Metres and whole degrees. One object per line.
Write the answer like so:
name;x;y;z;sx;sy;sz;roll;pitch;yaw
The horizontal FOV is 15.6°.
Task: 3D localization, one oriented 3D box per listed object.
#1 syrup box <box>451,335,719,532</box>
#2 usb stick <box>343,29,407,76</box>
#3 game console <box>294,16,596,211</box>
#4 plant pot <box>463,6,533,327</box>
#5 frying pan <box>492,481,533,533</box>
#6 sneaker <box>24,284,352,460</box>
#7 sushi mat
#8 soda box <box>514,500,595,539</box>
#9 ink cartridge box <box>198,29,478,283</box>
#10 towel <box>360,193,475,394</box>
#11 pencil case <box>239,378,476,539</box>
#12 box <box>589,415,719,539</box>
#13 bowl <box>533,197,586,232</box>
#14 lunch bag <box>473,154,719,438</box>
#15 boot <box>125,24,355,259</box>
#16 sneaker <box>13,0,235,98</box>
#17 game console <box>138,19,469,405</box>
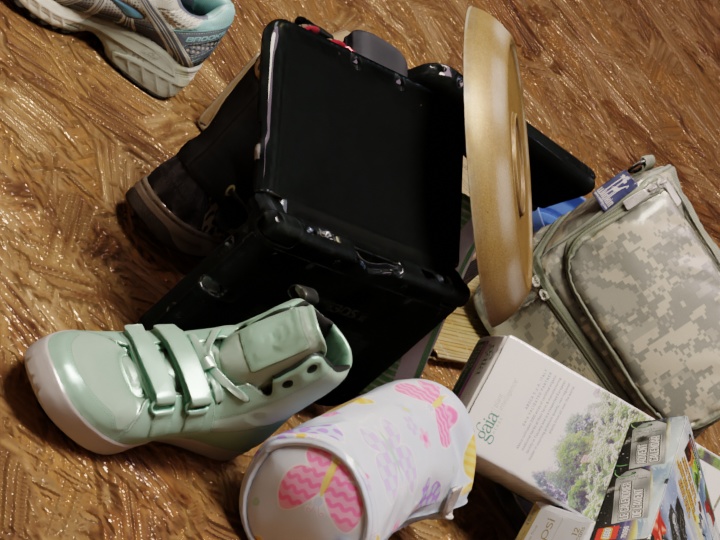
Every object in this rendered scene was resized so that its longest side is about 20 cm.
syrup box;0.150;0.124;1.701;0.199;0.079;0.081;30;-9;-7
usb stick;0.011;-0.100;1.769;0.055;0.033;0.200;38;25;-22
game console;0.066;-0.131;2.050;0.200;0.175;0.117;31;56;-38
plant pot;0.088;-0.065;1.644;0.200;0.027;0.201;-4;90;-83
frying pan;0.149;0.179;1.792;0.190;0.031;0.115;47;25;-16
sneaker;-0.087;0.044;1.425;0.200;0.118;0.074;12;48;-56
sushi mat;0.079;0.035;1.926;0.200;0.012;0.096;12;44;-57
soda box;0.178;0.225;1.696;0.200;0.068;0.064;35;-12;-34
ink cartridge box;0.004;-0.066;1.837;0.200;0.075;0.165;48;22;8
towel;0.000;0.000;1.656;0.023;0.153;0.200;25;2;37
pencil case;0.002;0.121;1.530;0.200;0.083;0.091;-17;85;-68
box;0.184;0.204;1.515;0.137;0.040;0.201;-60;136;-60
bowl;0.198;0.018;2.158;0.200;0.039;0.201;41;22;-21
lunch bag;0.203;0.035;1.926;0.200;0.167;0.139;56;24;-3
boot;-0.048;-0.078;1.663;0.073;0.151;0.200;49;18;21
sneaker;-0.165;-0.198;1.730;0.200;0.086;0.078;31;27;-41
game console;-0.032;-0.028;1.561;0.200;0.176;0.117;20;35;-51
